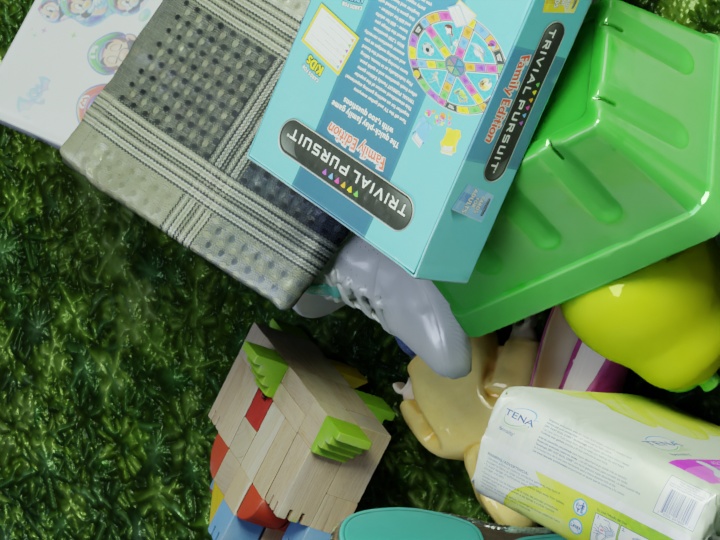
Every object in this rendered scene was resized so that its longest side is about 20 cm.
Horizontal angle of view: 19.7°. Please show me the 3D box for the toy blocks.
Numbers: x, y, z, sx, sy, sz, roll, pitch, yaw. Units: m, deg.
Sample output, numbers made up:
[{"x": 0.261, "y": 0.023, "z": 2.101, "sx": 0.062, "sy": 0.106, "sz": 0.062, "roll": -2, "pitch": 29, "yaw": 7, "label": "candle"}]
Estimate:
[{"x": -0.056, "y": 0.130, "z": 1.384, "sx": 0.137, "sy": 0.100, "sz": 0.200, "roll": -64, "pitch": 29, "yaw": 11, "label": "toy blocks"}]

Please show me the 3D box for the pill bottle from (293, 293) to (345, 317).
[{"x": -0.075, "y": -0.060, "z": 1.412, "sx": 0.200, "sy": 0.111, "sz": 0.111, "roll": 44, "pitch": 121, "yaw": 29, "label": "pill bottle"}]

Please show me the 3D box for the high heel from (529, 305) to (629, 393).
[{"x": 0.131, "y": 0.026, "z": 1.252, "sx": 0.067, "sy": 0.096, "sz": 0.201, "roll": 13, "pitch": 103, "yaw": 39, "label": "high heel"}]

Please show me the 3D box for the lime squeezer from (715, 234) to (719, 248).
[{"x": 0.201, "y": -0.068, "z": 1.231, "sx": 0.071, "sy": 0.038, "sz": 0.201, "roll": 146, "pitch": 110, "yaw": -71, "label": "lime squeezer"}]

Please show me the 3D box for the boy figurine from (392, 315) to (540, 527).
[{"x": 0.075, "y": 0.071, "z": 1.328, "sx": 0.124, "sy": 0.064, "sz": 0.201, "roll": -38, "pitch": 71, "yaw": 36, "label": "boy figurine"}]

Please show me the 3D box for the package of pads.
[{"x": 0.174, "y": 0.121, "z": 1.156, "sx": 0.154, "sy": 0.200, "sz": 0.068, "roll": 24, "pitch": 98, "yaw": 37, "label": "package of pads"}]

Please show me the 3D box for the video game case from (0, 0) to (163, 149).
[{"x": -0.138, "y": -0.162, "z": 1.367, "sx": 0.182, "sy": 0.024, "sz": 0.201, "roll": 23, "pitch": 82, "yaw": 28, "label": "video game case"}]

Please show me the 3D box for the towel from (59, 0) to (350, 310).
[{"x": -0.065, "y": -0.099, "z": 1.291, "sx": 0.200, "sy": 0.035, "sz": 0.193, "roll": 34, "pitch": 89, "yaw": 21, "label": "towel"}]

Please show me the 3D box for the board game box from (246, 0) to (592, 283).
[{"x": 0.034, "y": -0.117, "z": 1.114, "sx": 0.151, "sy": 0.047, "sz": 0.201, "roll": 36, "pitch": 110, "yaw": 39, "label": "board game box"}]

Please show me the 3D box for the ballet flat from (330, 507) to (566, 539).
[{"x": 0.077, "y": 0.191, "z": 1.276, "sx": 0.199, "sy": 0.074, "sz": 0.075, "roll": 8, "pitch": 103, "yaw": -4, "label": "ballet flat"}]

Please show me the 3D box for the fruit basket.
[{"x": 0.143, "y": -0.030, "z": 1.176, "sx": 0.215, "sy": 0.215, "sz": 0.156, "roll": -24, "pitch": 43, "yaw": 40, "label": "fruit basket"}]

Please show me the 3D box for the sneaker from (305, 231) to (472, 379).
[{"x": 0.000, "y": 0.000, "z": 1.280, "sx": 0.200, "sy": 0.088, "sz": 0.075, "roll": 59, "pitch": 168, "yaw": 36, "label": "sneaker"}]

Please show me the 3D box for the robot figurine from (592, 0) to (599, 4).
[{"x": 0.080, "y": -0.208, "z": 1.226, "sx": 0.199, "sy": 0.170, "sz": 0.114, "roll": -7, "pitch": 86, "yaw": 1, "label": "robot figurine"}]
